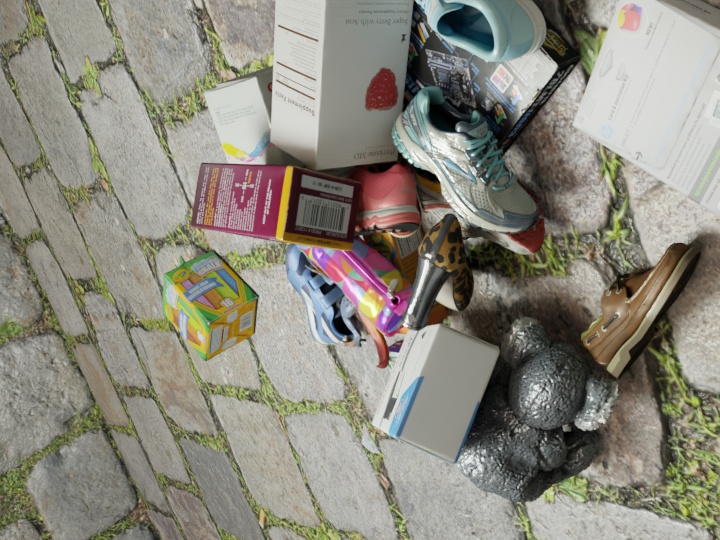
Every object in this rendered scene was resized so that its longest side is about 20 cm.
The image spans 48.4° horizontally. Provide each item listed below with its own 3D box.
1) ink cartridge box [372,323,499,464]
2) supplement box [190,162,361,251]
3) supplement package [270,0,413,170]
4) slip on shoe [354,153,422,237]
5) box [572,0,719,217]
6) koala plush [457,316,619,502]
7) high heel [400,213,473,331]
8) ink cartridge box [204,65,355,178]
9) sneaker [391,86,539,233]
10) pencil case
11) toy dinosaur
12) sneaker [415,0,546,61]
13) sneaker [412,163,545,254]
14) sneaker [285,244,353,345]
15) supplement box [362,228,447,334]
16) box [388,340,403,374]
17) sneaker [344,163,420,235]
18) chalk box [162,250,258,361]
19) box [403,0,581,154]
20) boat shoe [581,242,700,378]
[{"bbox_3d":[0.088,0.151,1.015,0.083,0.146,0.200,23,172,-4],"label":"ink cartridge box"},{"bbox_3d":[-0.107,-0.080,0.986,0.199,0.110,0.086,10,91,47],"label":"supplement box"},{"bbox_3d":[-0.025,-0.234,0.939,0.120,0.121,0.201,37,130,48],"label":"supplement package"},{"bbox_3d":[0.027,-0.140,1.051,0.061,0.074,0.201,75,173,-76],"label":"slip on shoe"},{"bbox_3d":[0.307,-0.154,0.736,0.200,0.041,0.157,39,140,27],"label":"box"},{"bbox_3d":[0.217,0.167,0.979,0.177,0.183,0.201,44,133,21],"label":"koala plush"},{"bbox_3d":[0.117,-0.020,0.978,0.071,0.200,0.143,26,117,15],"label":"high heel"},{"bbox_3d":[-0.101,-0.190,1.139,0.144,0.145,0.201,2,116,51],"label":"ink cartridge box"},{"bbox_3d":[0.120,-0.123,0.886,0.200,0.078,0.087,42,139,12],"label":"sneaker"},{"bbox_3d":[0.000,0.000,1.089,0.200,0.088,0.089,42,142,23],"label":"pencil case"},{"bbox_3d":[0.011,0.014,1.172,0.200,0.104,0.183,30,127,51],"label":"toy dinosaur"},{"bbox_3d":[0.090,-0.276,0.808,0.200,0.082,0.074,39,138,27],"label":"sneaker"},{"bbox_3d":[0.146,-0.073,0.983,0.200,0.078,0.083,39,148,41],"label":"sneaker"},{"bbox_3d":[-0.058,0.034,1.314,0.082,0.074,0.201,5,125,48],"label":"sneaker"},{"bbox_3d":[0.057,-0.012,1.136,0.066,0.069,0.201,0,112,50],"label":"supplement box"},{"bbox_3d":[0.128,0.182,1.205,0.199,0.039,0.138,3,115,51],"label":"box"},{"bbox_3d":[0.000,-0.089,1.006,0.199,0.073,0.088,-1,87,46],"label":"sneaker"},{"bbox_3d":[-0.317,0.055,1.611,0.200,0.124,0.125,42,141,25],"label":"chalk box"},{"bbox_3d":[0.120,-0.238,0.909,0.200,0.050,0.199,52,145,13],"label":"box"},{"bbox_3d":[0.291,0.038,0.864,0.068,0.072,0.201,41,141,24],"label":"boat shoe"}]
